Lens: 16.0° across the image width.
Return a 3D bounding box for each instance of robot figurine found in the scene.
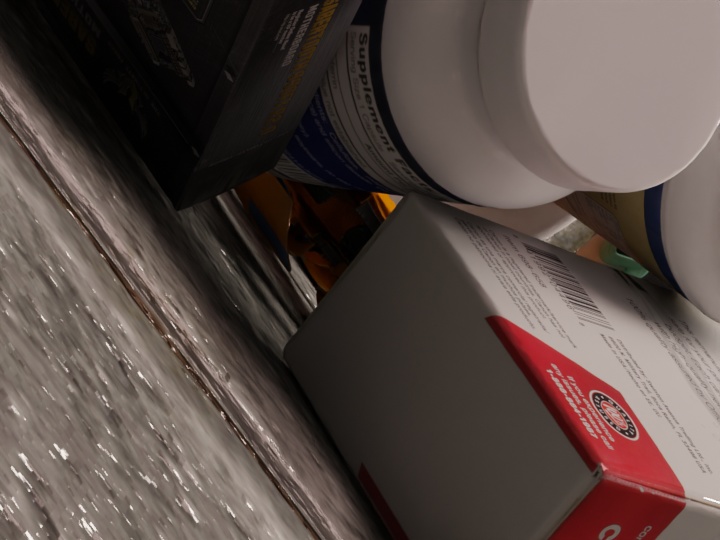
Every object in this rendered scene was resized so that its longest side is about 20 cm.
[{"bbox_3d":[0.000,0.000,1.081,0.200,0.058,0.145,55,5,23],"label":"robot figurine"}]

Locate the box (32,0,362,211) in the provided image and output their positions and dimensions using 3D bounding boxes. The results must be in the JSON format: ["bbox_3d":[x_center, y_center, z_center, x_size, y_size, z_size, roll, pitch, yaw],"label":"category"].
[{"bbox_3d":[-0.081,-0.142,0.884,0.200,0.048,0.158,54,-29,15],"label":"box"}]

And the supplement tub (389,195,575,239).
[{"bbox_3d":[0.042,-0.122,1.231,0.145,0.145,0.200,50,22,-44],"label":"supplement tub"}]

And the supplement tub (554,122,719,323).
[{"bbox_3d":[0.128,-0.078,1.012,0.200,0.144,0.144,41,-7,47],"label":"supplement tub"}]

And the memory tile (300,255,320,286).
[{"bbox_3d":[0.002,0.015,1.271,0.153,0.017,0.200,49,6,-48],"label":"memory tile"}]

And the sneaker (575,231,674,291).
[{"bbox_3d":[0.088,0.036,1.156,0.078,0.200,0.140,9,19,-25],"label":"sneaker"}]

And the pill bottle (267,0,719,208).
[{"bbox_3d":[0.033,-0.082,0.920,0.200,0.116,0.116,10,-35,54],"label":"pill bottle"}]

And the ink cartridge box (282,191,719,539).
[{"bbox_3d":[0.091,0.068,0.926,0.200,0.084,0.144,18,29,-43],"label":"ink cartridge box"}]
